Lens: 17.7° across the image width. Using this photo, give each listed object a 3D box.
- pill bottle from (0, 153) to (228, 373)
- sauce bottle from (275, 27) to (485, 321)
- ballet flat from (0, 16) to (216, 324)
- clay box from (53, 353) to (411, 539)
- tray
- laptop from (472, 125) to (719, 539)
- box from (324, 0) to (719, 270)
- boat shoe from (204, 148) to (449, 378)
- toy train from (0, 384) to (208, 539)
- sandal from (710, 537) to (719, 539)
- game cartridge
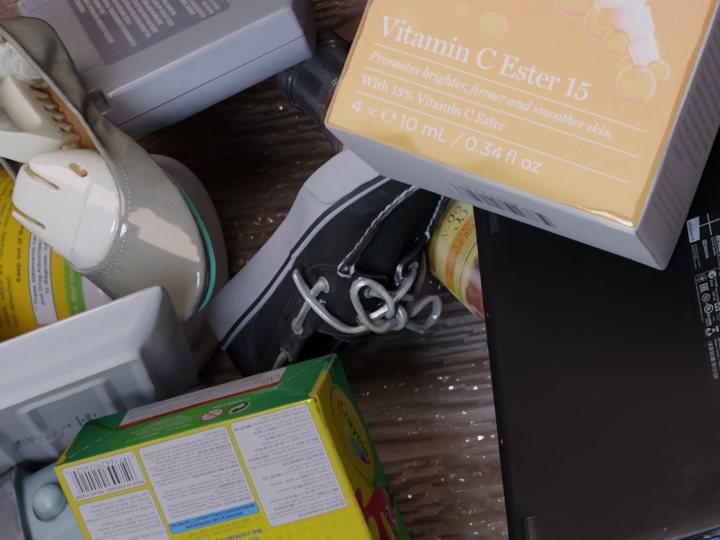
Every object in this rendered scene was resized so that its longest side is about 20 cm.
[{"bbox_3d":[-0.174,0.006,1.115,0.200,0.111,0.111,-4,60,28],"label":"pill bottle"},{"bbox_3d":[0.027,-0.046,1.064,0.066,0.066,0.200,-45,49,-2],"label":"sauce bottle"},{"bbox_3d":[-0.133,-0.044,1.003,0.200,0.064,0.067,52,127,40],"label":"ballet flat"},{"bbox_3d":[-0.030,0.143,0.926,0.115,0.200,0.048,-15,19,18],"label":"clay box"},{"bbox_3d":[-0.121,0.055,0.970,0.107,0.200,0.022,-20,77,-5],"label":"tray"},{"bbox_3d":[0.164,0.034,0.913,0.200,0.116,0.188,-21,53,24],"label":"laptop"},{"bbox_3d":[0.086,-0.118,0.865,0.124,0.097,0.200,19,86,16],"label":"box"},{"bbox_3d":[-0.002,0.001,0.998,0.199,0.074,0.068,-44,70,44],"label":"boat shoe"},{"bbox_3d":[-0.094,0.114,1.000,0.200,0.114,0.085,-27,52,13],"label":"toy train"},{"bbox_3d":[0.117,0.087,0.930,0.087,0.080,0.200,-8,58,5],"label":"sandal"},{"bbox_3d":[-0.094,-0.125,1.146,0.133,0.041,0.200,-29,27,-3],"label":"game cartridge"}]
